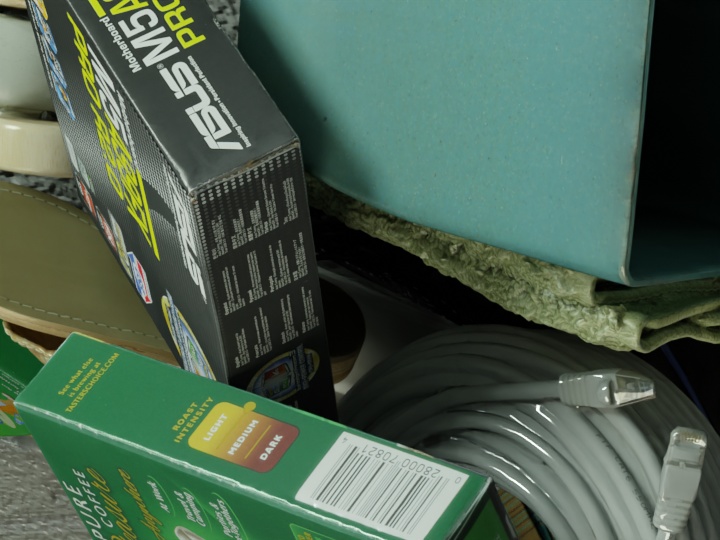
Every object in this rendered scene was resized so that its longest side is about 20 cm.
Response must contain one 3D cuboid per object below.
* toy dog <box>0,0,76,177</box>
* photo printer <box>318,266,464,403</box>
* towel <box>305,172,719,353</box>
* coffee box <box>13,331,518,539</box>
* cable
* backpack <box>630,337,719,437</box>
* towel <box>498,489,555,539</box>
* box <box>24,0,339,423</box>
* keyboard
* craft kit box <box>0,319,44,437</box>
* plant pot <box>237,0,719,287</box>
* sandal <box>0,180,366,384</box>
[{"bbox_3d":[-0.195,-0.099,1.053,0.199,0.132,0.096,27,-175,3],"label":"toy dog"},{"bbox_3d":[-0.037,0.043,1.138,0.199,0.070,0.166,22,164,3],"label":"photo printer"},{"bbox_3d":[0.070,-0.017,0.928,0.200,0.148,0.037,28,111,40],"label":"towel"},{"bbox_3d":[-0.026,0.097,0.896,0.199,0.044,0.123,15,146,35],"label":"coffee box"},{"bbox_3d":[0.061,0.119,0.947,0.199,0.069,0.201,12,106,39],"label":"cable"},{"bbox_3d":[0.174,0.117,1.043,0.153,0.201,0.191,-8,152,-18],"label":"backpack"},{"bbox_3d":[0.040,0.148,1.031,0.147,0.022,0.200,-38,77,38],"label":"towel"},{"bbox_3d":[-0.069,-0.036,0.909,0.160,0.044,0.200,57,166,30],"label":"box"},{"bbox_3d":[0.000,0.000,1.036,0.200,0.040,0.104,25,166,42],"label":"keyboard"},{"bbox_3d":[-0.231,0.010,1.128,0.200,0.049,0.197,37,161,-22],"label":"craft kit box"},{"bbox_3d":[0.057,-0.084,0.841,0.199,0.141,0.142,11,101,40],"label":"plant pot"},{"bbox_3d":[-0.108,0.025,1.031,0.211,0.078,0.070,14,131,-10],"label":"sandal"}]
